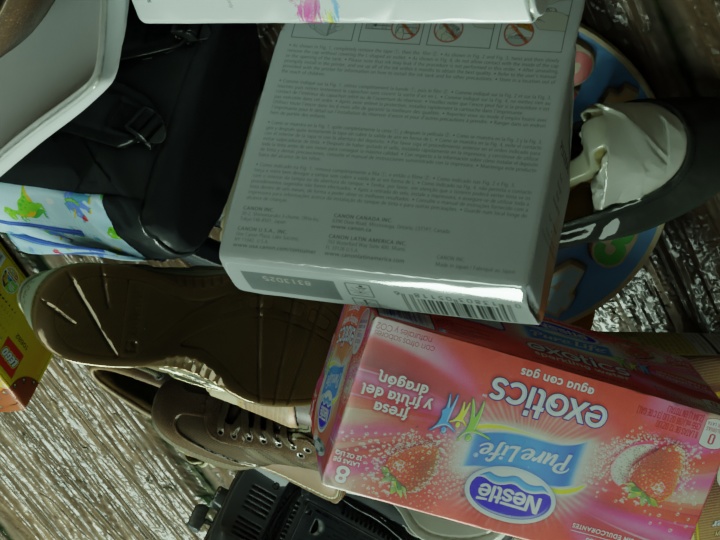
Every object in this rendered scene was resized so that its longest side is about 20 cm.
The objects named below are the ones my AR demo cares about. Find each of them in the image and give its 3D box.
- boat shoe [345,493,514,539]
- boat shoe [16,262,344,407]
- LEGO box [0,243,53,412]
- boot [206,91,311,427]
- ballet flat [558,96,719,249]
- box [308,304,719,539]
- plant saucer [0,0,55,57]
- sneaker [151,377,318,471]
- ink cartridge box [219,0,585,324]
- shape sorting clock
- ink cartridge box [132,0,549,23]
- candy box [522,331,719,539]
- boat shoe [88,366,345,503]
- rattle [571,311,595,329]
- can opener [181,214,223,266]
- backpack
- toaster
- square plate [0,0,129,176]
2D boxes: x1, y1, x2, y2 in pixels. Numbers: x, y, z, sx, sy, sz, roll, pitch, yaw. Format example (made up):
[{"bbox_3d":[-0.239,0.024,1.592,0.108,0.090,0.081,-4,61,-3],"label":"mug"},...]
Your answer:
[{"bbox_3d":[0.048,0.146,1.233,0.060,0.074,0.199,29,167,-36],"label":"boat shoe"},{"bbox_3d":[-0.090,0.027,1.026,0.199,0.074,0.063,14,-177,-25],"label":"boat shoe"},{"bbox_3d":[-0.323,0.008,1.281,0.148,0.078,0.201,-6,134,30],"label":"LEGO box"},{"bbox_3d":[0.000,0.000,1.091,0.165,0.072,0.202,8,106,2],"label":"boot"},{"bbox_3d":[0.108,-0.045,0.950,0.199,0.068,0.068,-22,156,6],"label":"ballet flat"},{"bbox_3d":[0.081,0.077,0.975,0.198,0.103,0.095,16,104,-11],"label":"box"},{"bbox_3d":[-0.171,-0.184,0.911,0.036,0.202,0.200,16,148,-31],"label":"plant saucer"},{"bbox_3d":[-0.039,0.091,1.168,0.198,0.071,0.076,9,160,8],"label":"sneaker"},{"bbox_3d":[0.029,-0.078,0.931,0.161,0.201,0.050,6,154,19],"label":"ink cartridge box"},{"bbox_3d":[0.071,-0.050,1.014,0.198,0.039,0.202,1,113,3],"label":"shape sorting clock"},{"bbox_3d":[0.000,-0.188,0.848,0.198,0.145,0.085,4,138,21],"label":"ink cartridge box"},{"bbox_3d":[0.190,0.098,1.071,0.198,0.055,0.116,1,104,-6],"label":"candy box"},{"bbox_3d":[-0.096,0.100,1.247,0.199,0.074,0.076,31,147,14],"label":"boat shoe"},{"bbox_3d":[0.177,0.111,1.140,0.200,0.130,0.143,39,104,11],"label":"rattle"},{"bbox_3d":[-0.122,-0.035,1.164,0.198,0.079,0.064,14,102,5],"label":"can opener"},{"bbox_3d":[-0.160,-0.080,1.043,0.198,0.164,0.154,6,156,20],"label":"backpack"},{"bbox_3d":[-0.029,0.217,1.347,0.199,0.114,0.129,28,156,-8],"label":"toaster"},{"bbox_3d":[-0.160,-0.142,0.938,0.028,0.202,0.198,17,153,-30],"label":"square plate"}]
